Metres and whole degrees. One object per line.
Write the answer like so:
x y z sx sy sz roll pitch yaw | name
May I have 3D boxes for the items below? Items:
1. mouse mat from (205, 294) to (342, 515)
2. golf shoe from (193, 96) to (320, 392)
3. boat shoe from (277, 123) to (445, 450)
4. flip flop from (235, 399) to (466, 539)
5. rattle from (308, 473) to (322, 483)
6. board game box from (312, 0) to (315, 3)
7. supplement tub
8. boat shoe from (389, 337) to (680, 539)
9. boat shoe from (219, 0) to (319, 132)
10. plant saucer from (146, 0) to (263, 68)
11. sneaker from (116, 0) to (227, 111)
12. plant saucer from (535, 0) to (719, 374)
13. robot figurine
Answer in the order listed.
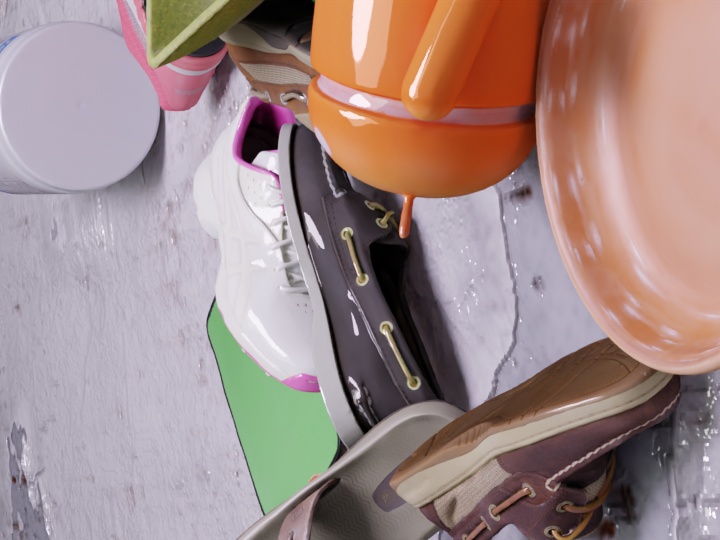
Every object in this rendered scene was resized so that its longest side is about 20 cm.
-0.060 0.073 1.280 0.161 0.007 0.201 116 141 -50 | mouse mat
-0.049 -0.020 1.158 0.200 0.075 0.092 66 147 34 | golf shoe
0.000 0.000 1.067 0.072 0.060 0.202 48 -154 -61 | boat shoe
-0.011 0.150 0.997 0.200 0.081 0.058 -44 7 10 | flip flop
0.025 0.223 1.090 0.130 0.143 0.200 -46 28 20 | rattle
0.006 -0.237 0.994 0.135 0.029 0.201 47 126 55 | board game box
-0.247 -0.125 1.510 0.200 0.131 0.133 -178 83 -66 | supplement tub
0.090 0.089 0.887 0.072 0.072 0.200 53 142 -2 | boat shoe
-0.010 -0.113 1.061 0.200 0.075 0.074 30 144 55 | boat shoe
-0.053 -0.228 1.017 0.200 0.048 0.201 -30 58 56 | plant saucer
-0.152 -0.194 1.351 0.087 0.073 0.201 111 145 -48 | sneaker
0.134 -0.059 0.774 0.200 0.037 0.201 175 90 -65 | plant saucer
0.035 -0.120 0.880 0.144 0.116 0.201 28 118 47 | robot figurine
